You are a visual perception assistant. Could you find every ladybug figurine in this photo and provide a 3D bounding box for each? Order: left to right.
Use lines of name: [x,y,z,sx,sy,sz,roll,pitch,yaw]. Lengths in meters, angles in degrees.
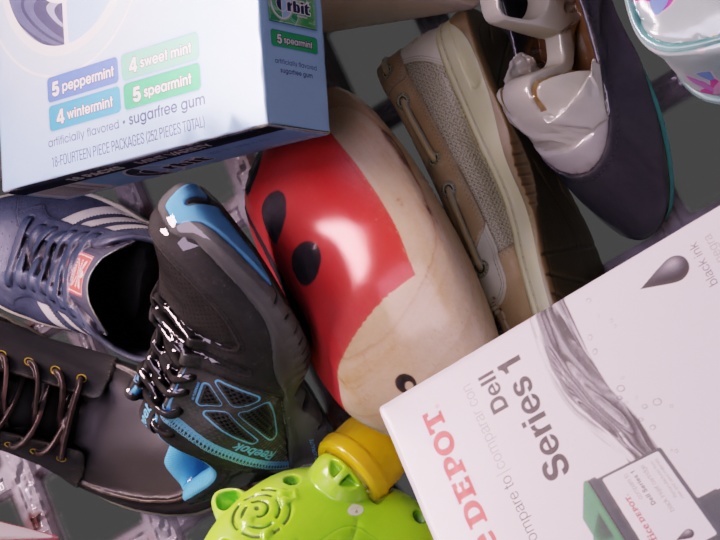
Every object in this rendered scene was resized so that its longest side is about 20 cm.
ladybug figurine: [0.000,0.000,0.940,0.071,0.136,0.201,-21,49,-11]

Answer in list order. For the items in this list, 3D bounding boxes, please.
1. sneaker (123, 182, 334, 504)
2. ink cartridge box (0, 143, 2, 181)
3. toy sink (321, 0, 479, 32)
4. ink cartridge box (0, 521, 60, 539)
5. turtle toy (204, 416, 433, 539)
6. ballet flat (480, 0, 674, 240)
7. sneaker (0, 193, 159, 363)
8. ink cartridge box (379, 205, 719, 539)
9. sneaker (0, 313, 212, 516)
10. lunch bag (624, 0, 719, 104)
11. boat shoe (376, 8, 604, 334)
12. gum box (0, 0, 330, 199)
sneaker: [-0.067,0.043,0.926,0.081,0.201,0.073,-27,51,-8]
ink cartridge box: [-0.223,-0.150,1.054,0.144,0.145,0.202,1,87,24]
toy sink: [-0.048,-0.183,0.984,0.199,0.112,0.132,-5,83,40]
ink cartridge box: [-0.219,0.225,1.029,0.146,0.082,0.202,0,86,56]
turtle toy: [0.002,0.174,0.945,0.200,0.101,0.146,44,64,10]
ballet flat: [0.085,-0.105,0.929,0.073,0.073,0.202,-12,95,23]
sneaker: [-0.134,0.001,1.035,0.199,0.084,0.076,14,92,25]
ink cartridge box: [0.126,0.076,0.807,0.199,0.084,0.147,-31,58,11]
sneaker: [-0.160,0.074,1.030,0.199,0.106,0.075,19,94,25]
lunch bag: [0.202,-0.163,0.885,0.199,0.077,0.162,-19,68,24]
boat shoe: [0.062,-0.021,0.955,0.063,0.073,0.202,-26,73,25]
gum box: [-0.095,-0.145,0.918,0.169,0.044,0.202,-11,80,40]
